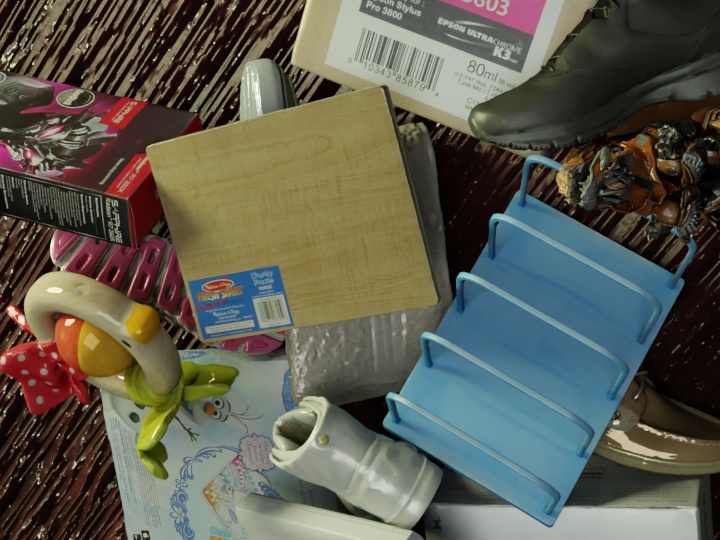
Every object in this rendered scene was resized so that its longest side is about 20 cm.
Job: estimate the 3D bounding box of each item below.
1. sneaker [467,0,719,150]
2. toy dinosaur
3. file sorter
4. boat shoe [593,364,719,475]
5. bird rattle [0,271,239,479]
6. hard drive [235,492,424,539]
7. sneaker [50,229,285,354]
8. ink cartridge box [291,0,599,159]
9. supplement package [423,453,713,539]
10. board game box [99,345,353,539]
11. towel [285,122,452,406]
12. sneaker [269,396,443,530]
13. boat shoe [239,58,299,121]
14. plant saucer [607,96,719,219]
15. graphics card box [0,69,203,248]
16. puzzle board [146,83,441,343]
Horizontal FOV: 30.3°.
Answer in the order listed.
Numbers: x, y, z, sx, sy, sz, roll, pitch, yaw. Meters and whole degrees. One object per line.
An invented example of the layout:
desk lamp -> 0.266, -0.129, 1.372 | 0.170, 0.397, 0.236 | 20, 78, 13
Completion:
sneaker -> 0.158, -0.137, 0.851 | 0.198, 0.076, 0.092 | -21, 104, -5
toy dinosaur -> 0.227, -0.068, 0.832 | 0.199, 0.136, 0.103 | -30, 125, -5
file sorter -> 0.119, 0.045, 0.899 | 0.138, 0.123, 0.201 | 29, 79, 12
boat shoe -> 0.181, 0.094, 0.972 | 0.198, 0.071, 0.065 | 15, 110, 15
bird rattle -> -0.193, 0.055, 1.011 | 0.199, 0.113, 0.164 | 27, 148, 23
hard drive -> 0.001, 0.230, 0.979 | 0.199, 0.026, 0.133 | 0, 128, 52
sneaker -> -0.150, 0.008, 1.061 | 0.198, 0.087, 0.075 | 21, 87, -12
ink cartridge box -> 0.069, -0.190, 0.926 | 0.198, 0.075, 0.166 | 22, 112, 12
supplement package -> 0.160, 0.224, 0.995 | 0.198, 0.111, 0.158 | -2, 105, 19
board game box -> -0.107, 0.165, 1.103 | 0.197, 0.043, 0.202 | -3, 104, 20
towel -> 0.000, 0.000, 0.989 | 0.131, 0.034, 0.202 | -12, 105, -17
sneaker -> -0.012, 0.135, 0.986 | 0.115, 0.200, 0.074 | 32, 78, -3
boat shoe -> -0.048, -0.062, 1.015 | 0.061, 0.072, 0.202 | -12, 103, -17
plant saucer -> 0.257, -0.128, 0.902 | 0.198, 0.037, 0.203 | 5, 107, 17
graphics card box -> -0.235, -0.091, 1.026 | 0.198, 0.126, 0.051 | 13, 131, 15
puzzle board -> -0.049, -0.035, 0.937 | 0.198, 0.017, 0.152 | -10, 100, 28
